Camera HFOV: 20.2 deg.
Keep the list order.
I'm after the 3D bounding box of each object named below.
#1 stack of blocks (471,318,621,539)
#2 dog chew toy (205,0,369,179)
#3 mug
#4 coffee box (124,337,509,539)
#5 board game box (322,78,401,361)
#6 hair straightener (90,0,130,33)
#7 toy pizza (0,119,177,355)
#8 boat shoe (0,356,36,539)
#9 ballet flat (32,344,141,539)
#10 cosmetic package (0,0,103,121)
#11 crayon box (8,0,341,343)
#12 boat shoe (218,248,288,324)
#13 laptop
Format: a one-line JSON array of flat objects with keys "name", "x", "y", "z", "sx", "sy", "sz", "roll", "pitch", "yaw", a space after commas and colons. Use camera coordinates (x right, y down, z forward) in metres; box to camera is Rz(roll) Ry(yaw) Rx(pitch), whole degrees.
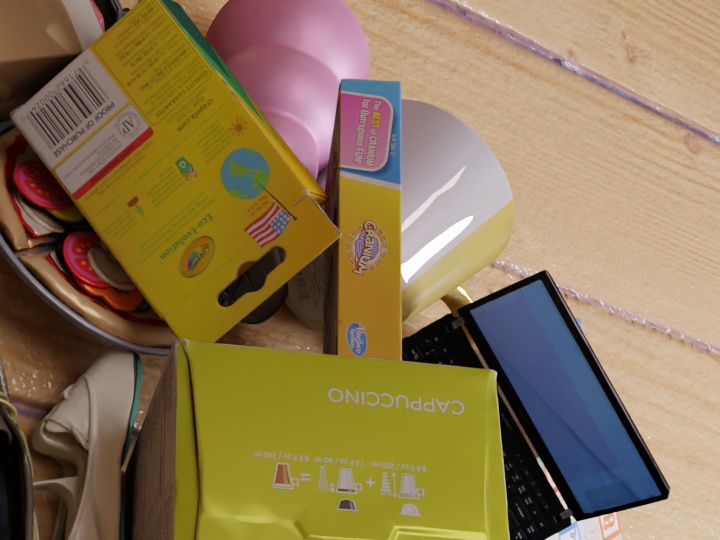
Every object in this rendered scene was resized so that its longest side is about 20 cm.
[{"name": "stack of blocks", "x": 0.130, "y": 0.147, "z": 1.512, "sx": 0.115, "sy": 0.059, "sz": 0.200, "roll": -20, "pitch": 101, "yaw": -51}, {"name": "dog chew toy", "x": -0.061, "y": -0.119, "z": 1.462, "sx": 0.124, "sy": 0.124, "sz": 0.200, "roll": 36, "pitch": 40, "yaw": -27}, {"name": "mug", "x": 0.026, "y": -0.014, "z": 1.483, "sx": 0.187, "sy": 0.149, "sz": 0.153, "roll": 41, "pitch": 47, "yaw": 5}, {"name": "coffee box", "x": -0.032, "y": 0.178, "z": 1.205, "sx": 0.199, "sy": 0.198, "sz": 0.200, "roll": 6, "pitch": 58, "yaw": -13}, {"name": "board game box", "x": 0.000, "y": 0.000, "z": 1.307, "sx": 0.040, "sy": 0.153, "sz": 0.200, "roll": 2, "pitch": 65, "yaw": -4}, {"name": "hair straightener", "x": -0.166, "y": -0.171, "z": 1.452, "sx": 0.200, "sy": 0.041, "sz": 0.077, "roll": 56, "pitch": 39, "yaw": -6}, {"name": "toy pizza", "x": -0.165, "y": -0.029, "z": 1.331, "sx": 0.200, "sy": 0.032, "sz": 0.200, "roll": 34, "pitch": 29, "yaw": -22}, {"name": "boat shoe", "x": -0.228, "y": 0.106, "z": 1.198, "sx": 0.072, "sy": 0.060, "sz": 0.202, "roll": 15, "pitch": 57, "yaw": -41}, {"name": "ballet flat", "x": -0.175, "y": 0.126, "z": 1.248, "sx": 0.069, "sy": 0.069, "sz": 0.200, "roll": 26, "pitch": 50, "yaw": -35}, {"name": "cosmetic package", "x": -0.269, "y": -0.138, "z": 1.272, "sx": 0.200, "sy": 0.105, "sz": 0.071, "roll": -15, "pitch": 77, "yaw": -49}, {"name": "crayon box", "x": -0.112, "y": -0.058, "z": 1.268, "sx": 0.200, "sy": 0.127, "sz": 0.051, "roll": 53, "pitch": 10, "yaw": 12}, {"name": "boat shoe", "x": -0.107, "y": -0.054, "z": 1.334, "sx": 0.200, "sy": 0.076, "sz": 0.072, "roll": 56, "pitch": 17, "yaw": 9}, {"name": "laptop", "x": 0.084, "y": 0.121, "z": 1.398, "sx": 0.177, "sy": 0.200, "sz": 0.103, "roll": 61, "pitch": 5, "yaw": -1}]
